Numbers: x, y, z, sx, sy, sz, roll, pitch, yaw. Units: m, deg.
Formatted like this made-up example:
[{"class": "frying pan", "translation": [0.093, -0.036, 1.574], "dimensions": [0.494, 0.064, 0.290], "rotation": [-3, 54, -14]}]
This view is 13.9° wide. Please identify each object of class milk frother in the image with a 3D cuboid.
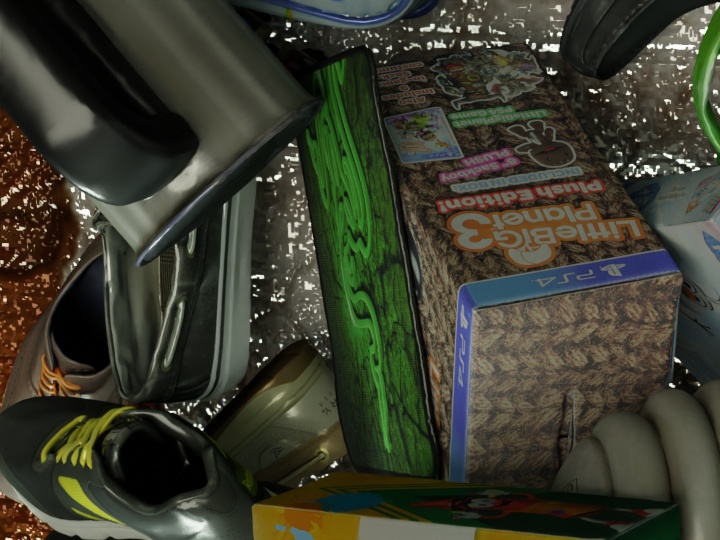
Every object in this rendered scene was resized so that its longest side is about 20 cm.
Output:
[{"class": "milk frother", "translation": [-0.159, -0.075, 1.368], "dimensions": [0.188, 0.180, 0.200], "rotation": [49, 126, 2]}]

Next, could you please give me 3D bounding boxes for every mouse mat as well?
[{"class": "mouse mat", "translation": [0.000, 0.000, 1.375], "dimensions": [0.007, 0.161, 0.201], "rotation": [-8, 90, -15]}]

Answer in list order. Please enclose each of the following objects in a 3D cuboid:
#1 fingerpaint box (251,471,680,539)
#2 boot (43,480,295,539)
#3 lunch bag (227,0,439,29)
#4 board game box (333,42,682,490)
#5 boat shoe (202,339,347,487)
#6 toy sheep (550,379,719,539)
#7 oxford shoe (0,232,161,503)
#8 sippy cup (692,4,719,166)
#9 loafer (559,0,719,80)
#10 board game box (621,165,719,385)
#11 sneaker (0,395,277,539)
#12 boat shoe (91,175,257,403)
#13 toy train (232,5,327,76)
[{"class": "fingerpaint box", "translation": [0.046, 0.191, 1.206], "dimensions": [0.166, 0.073, 0.201], "rotation": [2, 100, 32]}, {"class": "boot", "translation": [-0.059, 0.185, 1.527], "dimensions": [0.199, 0.069, 0.174], "rotation": [-4, 142, 29]}, {"class": "lunch bag", "translation": [-0.044, -0.204, 1.418], "dimensions": [0.199, 0.082, 0.161], "rotation": [15, 106, 17]}, {"class": "board game box", "translation": [0.062, 0.017, 1.357], "dimensions": [0.096, 0.200, 0.160], "rotation": [-9, 126, -14]}, {"class": "boat shoe", "translation": [-0.071, 0.120, 1.542], "dimensions": [0.066, 0.074, 0.200], "rotation": [43, 126, -4]}, {"class": "toy sheep", "translation": [0.148, 0.111, 1.250], "dimensions": [0.199, 0.138, 0.138], "rotation": [-4, 108, -9]}, {"class": "oxford shoe", "translation": [-0.154, 0.048, 1.554], "dimensions": [0.071, 0.073, 0.200], "rotation": [34, 116, 10]}, {"class": "sippy cup", "translation": [0.249, -0.073, 1.322], "dimensions": [0.140, 0.177, 0.131], "rotation": [43, 111, 43]}, {"class": "loafer", "translation": [0.171, -0.154, 1.355], "dimensions": [0.070, 0.068, 0.201], "rotation": [49, 115, 12]}, {"class": "board game box", "translation": [0.201, 0.038, 1.325], "dimensions": [0.200, 0.199, 0.043], "rotation": [45, 80, -9]}, {"class": "sneaker", "translation": [-0.113, 0.092, 1.450], "dimensions": [0.200, 0.075, 0.085], "rotation": [18, 152, 38]}, {"class": "boat shoe", "translation": [-0.095, -0.029, 1.452], "dimensions": [0.072, 0.071, 0.201], "rotation": [2, 101, 44]}, {"class": "toy train", "translation": [-0.025, -0.088, 1.471], "dimensions": [0.200, 0.046, 0.034], "rotation": [37, 117, 8]}]
